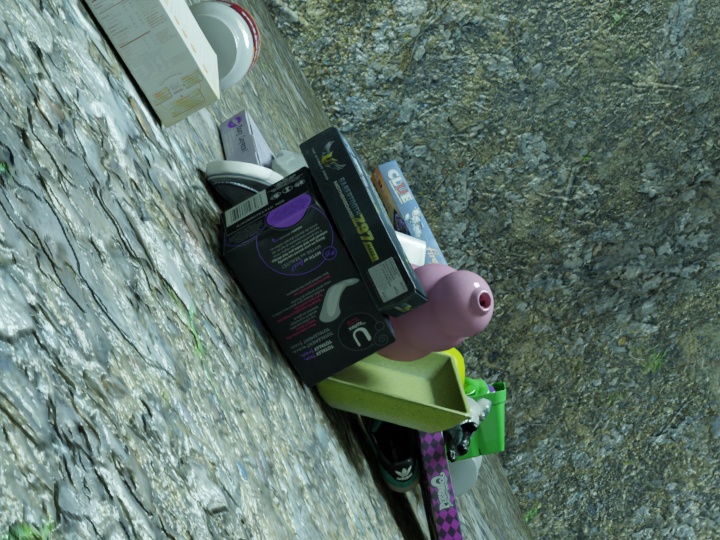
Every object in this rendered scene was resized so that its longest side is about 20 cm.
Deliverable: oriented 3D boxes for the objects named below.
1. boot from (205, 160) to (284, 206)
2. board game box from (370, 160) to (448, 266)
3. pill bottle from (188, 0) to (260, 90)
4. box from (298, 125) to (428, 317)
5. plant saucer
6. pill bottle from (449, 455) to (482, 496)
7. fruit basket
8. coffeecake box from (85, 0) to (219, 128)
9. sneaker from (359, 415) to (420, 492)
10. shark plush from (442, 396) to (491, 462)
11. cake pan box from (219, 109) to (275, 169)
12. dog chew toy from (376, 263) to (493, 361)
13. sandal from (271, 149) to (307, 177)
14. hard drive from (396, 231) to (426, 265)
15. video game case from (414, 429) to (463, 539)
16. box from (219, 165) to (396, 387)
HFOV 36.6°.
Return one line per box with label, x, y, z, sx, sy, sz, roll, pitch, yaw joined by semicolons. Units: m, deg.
boot;-0.115;-0.063;1.315;0.199;0.072;0.092;23;67;-51
board game box;0.062;-0.043;1.617;0.202;0.034;0.136;65;-24;15
pill bottle;-0.192;-0.294;1.425;0.114;0.112;0.200;61;7;-14
box;0.007;-0.049;1.210;0.202;0.051;0.158;65;5;9
plant saucer;0.029;0.139;1.372;0.200;0.197;0.048;-97;-157;-74
pill bottle;0.143;0.292;1.810;0.112;0.110;0.200;61;6;-15
fruit basket;0.116;0.182;1.620;0.218;0.214;0.155;63;6;4
coffeecake box;-0.234;-0.280;1.187;0.201;0.072;0.154;60;7;-29
sneaker;0.033;0.187;1.437;0.080;0.071;0.202;87;-16;-60
shark plush;0.136;0.215;1.433;0.090;0.084;0.200;17;5;-13
cake pan box;-0.123;-0.100;1.497;0.201;0.052;0.185;-109;172;-50
dog chew toy;0.083;0.046;1.335;0.199;0.124;0.126;-11;-69;52
sandal;-0.081;-0.122;1.459;0.203;0.081;0.050;-96;-159;-77
hard drive;0.000;0.000;1.464;0.198;0.027;0.134;17;74;-35
video game case;0.101;0.292;1.462;0.181;0.035;0.203;97;-18;-83
box;-0.059;0.008;1.227;0.201;0.121;0.106;60;6;-28
